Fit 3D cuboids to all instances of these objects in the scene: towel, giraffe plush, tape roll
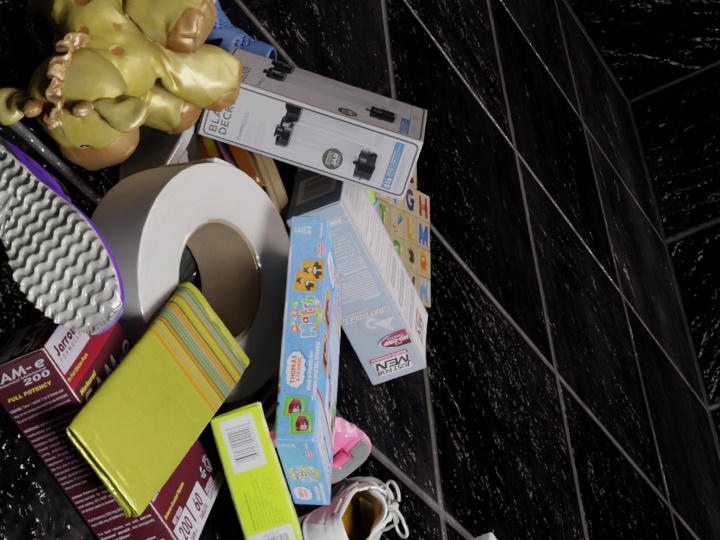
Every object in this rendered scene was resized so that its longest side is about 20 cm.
[{"bbox_3d":[-0.149,0.092,1.134,0.086,0.018,0.200,55,34,-15],"label":"towel"},{"bbox_3d":[-0.211,-0.157,1.263,0.200,0.173,0.162,48,38,-32],"label":"giraffe plush"},{"bbox_3d":[-0.140,0.011,1.265,0.202,0.071,0.203,9,78,-53],"label":"tape roll"}]

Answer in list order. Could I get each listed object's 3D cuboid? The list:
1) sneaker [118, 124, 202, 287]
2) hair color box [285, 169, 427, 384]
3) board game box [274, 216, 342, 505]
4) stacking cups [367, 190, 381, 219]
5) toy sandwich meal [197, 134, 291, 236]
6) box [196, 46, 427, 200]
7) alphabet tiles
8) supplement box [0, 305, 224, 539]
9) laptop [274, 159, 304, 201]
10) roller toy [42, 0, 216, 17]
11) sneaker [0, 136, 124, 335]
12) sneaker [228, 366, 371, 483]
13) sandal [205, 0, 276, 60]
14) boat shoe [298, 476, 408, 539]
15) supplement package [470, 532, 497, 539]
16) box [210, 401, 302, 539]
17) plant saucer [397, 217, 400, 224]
[{"bbox_3d":[-0.167,-0.063,1.382,0.099,0.071,0.200,51,31,-40],"label":"sneaker"},{"bbox_3d":[0.000,0.000,1.470,0.099,0.061,0.200,-83,149,-59],"label":"hair color box"},{"bbox_3d":[-0.041,0.078,1.282,0.151,0.037,0.200,82,11,-61],"label":"board game box"},{"bbox_3d":[0.003,-0.049,1.565,0.061,0.060,0.200,-68,139,-62],"label":"stacking cups"},{"bbox_3d":[-0.110,-0.053,1.495,0.205,0.070,0.205,161,-90,-82],"label":"toy sandwich meal"},{"bbox_3d":[-0.042,-0.139,1.418,0.200,0.060,0.117,18,22,-1],"label":"box"},{"bbox_3d":[0.040,-0.038,1.692,0.166,0.006,0.200,22,64,-58],"label":"alphabet tiles"},{"bbox_3d":[-0.188,0.120,1.141,0.200,0.061,0.109,58,22,-20],"label":"supplement box"},{"bbox_3d":[-0.029,-0.045,1.593,0.200,0.103,0.177,-5,76,-53],"label":"laptop"},{"bbox_3d":[-0.208,-0.297,1.349,0.182,0.200,0.140,54,24,-45],"label":"roller toy"},{"bbox_3d":[-0.232,-0.034,1.120,0.200,0.070,0.100,47,6,13],"label":"sneaker"},{"bbox_3d":[-0.072,0.123,1.435,0.200,0.079,0.095,48,6,-43],"label":"sneaker"},{"bbox_3d":[-0.125,-0.220,1.621,0.200,0.087,0.079,63,22,-5],"label":"sandal"},{"bbox_3d":[0.006,0.233,1.464,0.202,0.086,0.075,-6,74,-68],"label":"boat shoe"},{"bbox_3d":[0.100,0.378,1.502,0.117,0.117,0.200,58,21,-23],"label":"supplement package"},{"bbox_3d":[-0.083,0.183,1.266,0.200,0.048,0.122,101,-28,-78],"label":"box"},{"bbox_3d":[0.016,-0.063,1.762,0.200,0.050,0.200,-17,90,-90],"label":"plant saucer"}]
